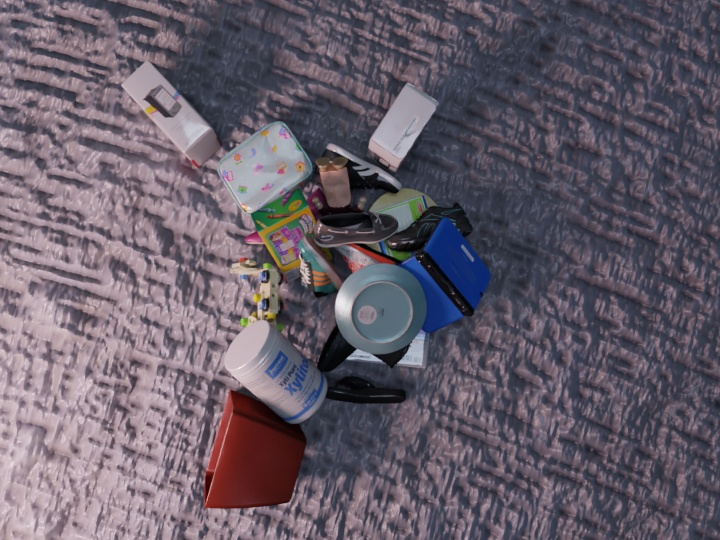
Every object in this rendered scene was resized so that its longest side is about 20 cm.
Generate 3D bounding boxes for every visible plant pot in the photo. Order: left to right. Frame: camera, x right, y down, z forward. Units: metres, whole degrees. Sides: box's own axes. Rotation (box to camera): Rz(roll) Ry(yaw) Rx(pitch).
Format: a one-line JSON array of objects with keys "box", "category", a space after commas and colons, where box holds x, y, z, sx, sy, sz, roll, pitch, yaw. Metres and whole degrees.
[{"box": [-0.221, 0.392, 1.357, 0.174, 0.200, 0.203, 17, 87, -13], "category": "plant pot"}]

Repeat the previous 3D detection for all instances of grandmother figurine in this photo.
[{"box": [-0.044, -0.148, 1.399, 0.119, 0.061, 0.203, 6, 126, 18], "category": "grandmother figurine"}]

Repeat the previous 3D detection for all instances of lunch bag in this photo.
[{"box": [-0.211, -0.231, 1.428, 0.199, 0.077, 0.162, -35, 88, -3], "category": "lunch bag"}]

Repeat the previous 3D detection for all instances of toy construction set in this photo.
[{"box": [-0.222, 0.063, 1.405, 0.091, 0.131, 0.203, -9, 82, -34], "category": "toy construction set"}]

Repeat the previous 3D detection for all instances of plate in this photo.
[{"box": [0.044, 0.085, 1.334, 0.196, 0.026, 0.204, -1, 106, -5], "category": "plate"}]

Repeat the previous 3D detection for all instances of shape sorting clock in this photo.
[{"box": [0.102, -0.085, 1.453, 0.196, 0.039, 0.204, 0, 90, -6], "category": "shape sorting clock"}]

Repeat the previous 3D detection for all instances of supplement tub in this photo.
[{"box": [-0.174, 0.215, 1.334, 0.132, 0.132, 0.200, -44, 120, -3], "category": "supplement tub"}]

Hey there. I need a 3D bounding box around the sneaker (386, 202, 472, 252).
[{"box": [0.148, -0.094, 1.412, 0.197, 0.075, 0.081, -13, 78, -12], "category": "sneaker"}]

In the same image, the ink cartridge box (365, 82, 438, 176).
[{"box": [0.085, -0.299, 1.380, 0.083, 0.200, 0.146, 33, 87, -1], "category": "ink cartridge box"}]

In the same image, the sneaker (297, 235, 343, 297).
[{"box": [-0.100, 0.002, 1.373, 0.079, 0.201, 0.072, -31, 54, 1], "category": "sneaker"}]

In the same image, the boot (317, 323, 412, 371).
[{"box": [0.013, 0.167, 1.403, 0.161, 0.073, 0.200, 27, 103, -13], "category": "boot"}]

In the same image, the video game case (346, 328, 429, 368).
[{"box": [0.062, 0.121, 1.453, 0.196, 0.024, 0.186, 6, 87, -1], "category": "video game case"}]

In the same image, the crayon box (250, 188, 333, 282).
[{"box": [-0.143, -0.071, 1.366, 0.117, 0.201, 0.059, -27, 55, -4], "category": "crayon box"}]

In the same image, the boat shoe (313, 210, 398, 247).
[{"box": [-0.004, -0.095, 1.340, 0.197, 0.058, 0.067, -12, 46, -22], "category": "boat shoe"}]

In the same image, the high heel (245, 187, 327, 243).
[{"box": [-0.168, -0.119, 1.426, 0.197, 0.067, 0.098, -13, 98, -8], "category": "high heel"}]

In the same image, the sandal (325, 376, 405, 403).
[{"box": [0.004, 0.268, 1.430, 0.197, 0.076, 0.049, 5, 62, -9], "category": "sandal"}]

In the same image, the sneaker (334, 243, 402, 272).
[{"box": [0.001, 0.000, 1.396, 0.199, 0.067, 0.109, 24, 101, -8], "category": "sneaker"}]

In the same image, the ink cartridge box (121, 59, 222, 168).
[{"box": [-0.406, -0.337, 1.390, 0.086, 0.148, 0.200, -44, 89, -4], "category": "ink cartridge box"}]

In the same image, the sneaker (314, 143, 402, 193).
[{"box": [-0.012, -0.194, 1.439, 0.198, 0.073, 0.113, 29, 91, 11], "category": "sneaker"}]

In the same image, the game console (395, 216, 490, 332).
[{"box": [0.166, 0.013, 1.394, 0.200, 0.117, 0.172, 47, 61, -27], "category": "game console"}]
